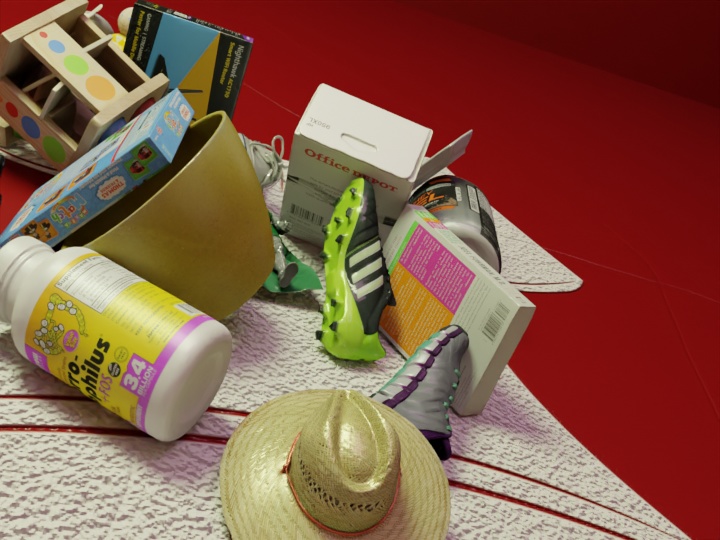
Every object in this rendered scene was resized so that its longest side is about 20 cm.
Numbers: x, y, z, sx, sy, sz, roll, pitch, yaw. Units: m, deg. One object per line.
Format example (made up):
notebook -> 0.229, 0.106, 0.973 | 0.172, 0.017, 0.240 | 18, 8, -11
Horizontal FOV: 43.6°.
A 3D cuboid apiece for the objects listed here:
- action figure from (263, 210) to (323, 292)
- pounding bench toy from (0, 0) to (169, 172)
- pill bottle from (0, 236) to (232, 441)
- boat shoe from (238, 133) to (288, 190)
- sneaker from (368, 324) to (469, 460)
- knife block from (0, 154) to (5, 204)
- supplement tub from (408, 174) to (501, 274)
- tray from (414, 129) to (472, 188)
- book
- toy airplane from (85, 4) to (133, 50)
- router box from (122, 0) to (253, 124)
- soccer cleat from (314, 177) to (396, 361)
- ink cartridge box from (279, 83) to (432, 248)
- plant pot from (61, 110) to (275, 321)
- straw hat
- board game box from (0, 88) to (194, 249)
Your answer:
action figure -> -0.117, -0.039, 1.047 | 0.116, 0.055, 0.200 | 8, 24, -20
pounding bench toy -> -0.333, -0.173, 1.034 | 0.156, 0.200, 0.124 | 43, 44, -3
pill bottle -> -0.211, 0.049, 0.740 | 0.198, 0.105, 0.104 | 27, 26, 13
boat shoe -> -0.127, -0.134, 1.144 | 0.085, 0.076, 0.202 | 1, 6, -8
sneaker -> 0.061, 0.130, 0.835 | 0.087, 0.075, 0.200 | 39, 46, 13
knife block -> -0.349, -0.031, 0.791 | 0.199, 0.065, 0.175 | 32, 42, 22
supplement tub -> 0.113, -0.042, 1.145 | 0.121, 0.124, 0.201 | 18, 25, -6
tray -> 0.064, -0.116, 1.204 | 0.022, 0.199, 0.107 | 55, 28, -2
book -> 0.085, 0.036, 0.957 | 0.048, 0.135, 0.200 | 5, 30, -39
toy airplane -> -0.325, -0.306, 1.294 | 0.197, 0.143, 0.200 | 12, 27, -19
router box -> -0.229, -0.212, 1.117 | 0.147, 0.202, 0.051 | 15, 20, -11
soccer cleat -> 0.000, 0.000, 0.962 | 0.080, 0.067, 0.203 | 19, 64, -31
ink cartridge box -> -0.011, -0.105, 1.070 | 0.143, 0.201, 0.085 | 22, 59, 1
plant pot -> -0.163, -0.032, 0.866 | 0.142, 0.199, 0.201 | 51, 17, -22
straw hat -> -0.009, 0.142, 0.673 | 0.198, 0.086, 0.203 | 8, 43, -7
board game box -> -0.260, -0.091, 0.886 | 0.037, 0.198, 0.152 | 53, 15, -23
